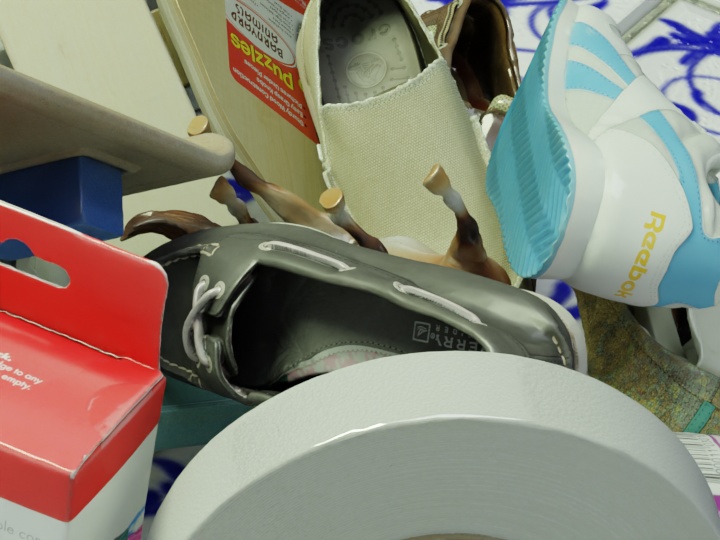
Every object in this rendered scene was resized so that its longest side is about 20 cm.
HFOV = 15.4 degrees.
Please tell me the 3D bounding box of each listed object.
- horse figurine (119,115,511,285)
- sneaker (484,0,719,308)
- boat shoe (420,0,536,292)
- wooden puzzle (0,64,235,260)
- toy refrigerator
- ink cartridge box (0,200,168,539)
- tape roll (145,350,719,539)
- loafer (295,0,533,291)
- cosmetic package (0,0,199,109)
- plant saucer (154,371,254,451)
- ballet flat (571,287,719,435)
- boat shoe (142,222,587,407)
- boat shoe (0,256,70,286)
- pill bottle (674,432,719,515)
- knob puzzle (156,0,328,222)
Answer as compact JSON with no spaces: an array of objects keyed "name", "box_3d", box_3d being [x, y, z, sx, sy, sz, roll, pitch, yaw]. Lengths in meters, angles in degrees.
[{"name":"horse figurine","box_3d":[0.000,0.000,1.046,0.200,0.133,0.050,11,61,42]},{"name":"sneaker","box_3d":[0.100,-0.044,1.056,0.081,0.077,0.200,17,28,-10]},{"name":"boat shoe","box_3d":[0.051,-0.049,1.194,0.075,0.075,0.203,24,39,-35]},{"name":"wooden puzzle","box_3d":[-0.170,-0.028,0.974,0.185,0.046,0.200,-12,-12,28]},{"name":"toy refrigerator","box_3d":[-0.115,-0.098,1.142,0.070,0.200,0.076,-24,-2,-3]},{"name":"ink cartridge box","box_3d":[-0.136,0.075,0.891,0.116,0.200,0.067,20,35,15]},{"name":"tape roll","box_3d":[0.024,0.116,0.879,0.202,0.203,0.037,4,35,-9]},{"name":"loafer","box_3d":[0.015,-0.049,1.130,0.075,0.068,0.200,-22,60,-4]},{"name":"cosmetic package","box_3d":[-0.162,-0.112,1.260,0.200,0.081,0.113,-25,47,-39]},{"name":"plant saucer","box_3d":[-0.043,0.037,1.076,0.200,0.019,0.070,-2,44,-48]},{"name":"ballet flat","box_3d":[0.118,0.001,1.092,0.070,0.071,0.200,4,40,-10]},{"name":"boat shoe","box_3d":[-0.016,0.021,0.959,0.199,0.067,0.057,8,8,31]},{"name":"boat shoe","box_3d":[-0.154,0.002,1.106,0.062,0.073,0.200,-15,39,5]},{"name":"pill bottle","box_3d":[0.052,0.111,0.971,0.199,0.113,0.112,4,35,-10]},{"name":"knob puzzle","box_3d":[-0.031,-0.071,1.202,0.220,0.030,0.220,43,31,-33]}]
